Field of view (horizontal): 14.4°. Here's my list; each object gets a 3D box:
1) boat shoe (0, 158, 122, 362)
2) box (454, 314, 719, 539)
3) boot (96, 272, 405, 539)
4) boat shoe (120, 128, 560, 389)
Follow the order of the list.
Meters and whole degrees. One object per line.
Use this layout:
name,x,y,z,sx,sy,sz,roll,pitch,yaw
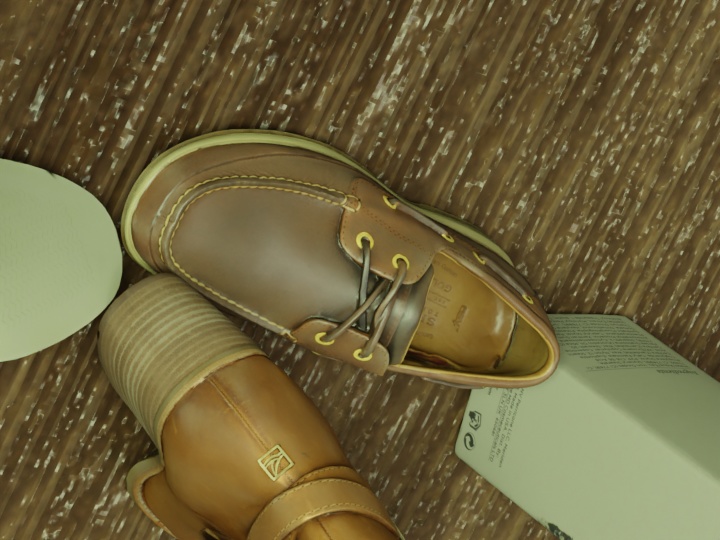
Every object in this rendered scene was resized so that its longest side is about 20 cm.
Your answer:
boat shoe,-0.171,0.010,0.972,0.201,0.063,0.074,-18,87,-42
box,0.130,0.089,1.137,0.082,0.200,0.069,1,115,-36
boot,-0.019,0.100,1.049,0.077,0.155,0.200,-34,149,-14
boat shoe,0.000,0.001,1.081,0.200,0.068,0.072,19,103,-41
